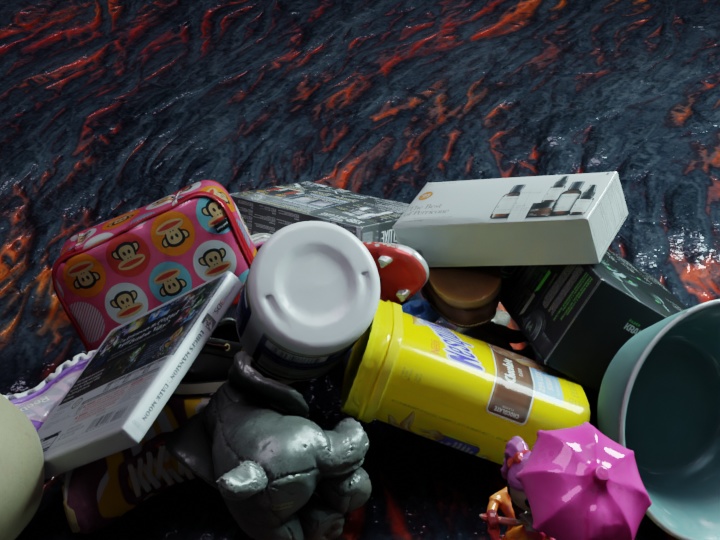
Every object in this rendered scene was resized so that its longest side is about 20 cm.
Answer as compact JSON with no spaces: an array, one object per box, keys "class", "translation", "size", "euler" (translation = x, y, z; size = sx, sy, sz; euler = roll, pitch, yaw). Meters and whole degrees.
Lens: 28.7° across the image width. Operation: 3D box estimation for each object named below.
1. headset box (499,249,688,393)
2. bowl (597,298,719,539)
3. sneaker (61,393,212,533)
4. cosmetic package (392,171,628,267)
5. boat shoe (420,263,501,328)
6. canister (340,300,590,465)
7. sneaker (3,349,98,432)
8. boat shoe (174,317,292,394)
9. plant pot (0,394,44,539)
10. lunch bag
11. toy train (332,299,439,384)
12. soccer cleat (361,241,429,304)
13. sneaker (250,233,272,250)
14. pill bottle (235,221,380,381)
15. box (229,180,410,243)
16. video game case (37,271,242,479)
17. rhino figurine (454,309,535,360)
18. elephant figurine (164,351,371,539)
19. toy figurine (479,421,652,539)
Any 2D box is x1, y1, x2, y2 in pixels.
[{"class":"headset box","translation":[0.231,0.047,1.309],"size":[0.173,0.093,0.200],"euler":[28,14,-24]},{"class":"bowl","translation":[0.278,0.119,1.176],"size":[0.199,0.203,0.105],"euler":[-12,8,-18]},{"class":"sneaker","translation":[-0.181,0.162,1.235],"size":[0.089,0.076,0.200],"euler":[1,27,24]},{"class":"cosmetic package","translation":[0.135,-0.046,1.285],"size":[0.198,0.051,0.083],"euler":[-2,31,33]},{"class":"boat shoe","translation":[0.093,0.012,1.347],"size":[0.070,0.071,0.200],"euler":[-6,24,-4]},{"class":"canister","translation":[0.089,0.105,1.223],"size":[0.198,0.087,0.149],"euler":[20,11,-4]},{"class":"sneaker","translation":[-0.281,0.143,1.295],"size":[0.199,0.081,0.088],"euler":[-22,38,-24]},{"class":"boat shoe","translation":[-0.117,0.079,1.356],"size":[0.073,0.064,0.201],"euler":[7,4,36]},{"class":"plant pot","translation":[-0.336,0.166,1.143],"size":[0.134,0.202,0.200],"euler":[1,18,-41]},{"class":"lunch bag","translation":[-0.194,0.022,1.420],"size":[0.198,0.177,0.082],"euler":[-24,18,4]},{"class":"toy train","translation":[0.008,0.055,1.423],"size":[0.113,0.087,0.200],"euler":[-19,31,-17]},{"class":"soccer cleat","translation":[0.000,0.000,1.342],"size":[0.199,0.069,0.085],"euler":[-18,20,49]},{"class":"sneaker","translation":[-0.107,-0.004,1.550],"size":[0.081,0.089,0.200],"euler":[-16,29,-24]},{"class":"pill bottle","translation":[-0.052,0.035,1.233],"size":[0.110,0.112,0.200],"euler":[-9,-12,-12]},{"class":"box","translation":[-0.034,-0.057,1.653],"size":[0.198,0.050,0.157],"euler":[15,17,32]},{"class":"video game case","translation":[-0.201,0.095,1.198],"size":[0.199,0.023,0.182],"euler":[-25,27,46]},{"class":"rhino figurine","translation":[0.129,0.079,1.389],"size":[0.086,0.060,0.200],"euler":[-9,24,-2]},{"class":"elephant figurine","translation":[-0.093,0.139,1.188],"size":[0.141,0.156,0.200],"euler":[-26,46,-23]},{"class":"toy figurine","translation":[0.143,0.190,1.019],"size":[0.149,0.186,0.199],"euler":[-19,29,-30]}]
